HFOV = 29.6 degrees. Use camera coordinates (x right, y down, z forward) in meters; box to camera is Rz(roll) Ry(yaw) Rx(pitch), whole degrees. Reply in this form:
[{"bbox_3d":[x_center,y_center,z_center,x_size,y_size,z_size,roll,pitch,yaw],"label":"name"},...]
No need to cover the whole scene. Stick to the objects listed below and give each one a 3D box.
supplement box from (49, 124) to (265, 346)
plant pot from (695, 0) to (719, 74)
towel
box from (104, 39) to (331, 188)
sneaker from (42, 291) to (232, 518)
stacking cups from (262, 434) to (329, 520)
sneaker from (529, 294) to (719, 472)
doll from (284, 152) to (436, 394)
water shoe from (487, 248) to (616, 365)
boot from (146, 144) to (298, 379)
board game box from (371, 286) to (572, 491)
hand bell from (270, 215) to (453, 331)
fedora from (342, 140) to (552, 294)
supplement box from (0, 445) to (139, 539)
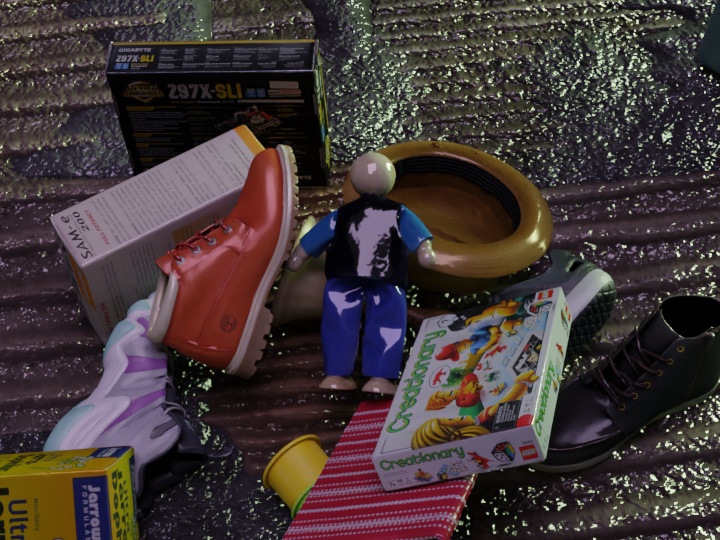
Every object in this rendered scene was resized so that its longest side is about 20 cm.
[{"bbox_3d":[-0.168,-0.030,1.241,0.198,0.127,0.074,-27,55,-18],"label":"supplement box"},{"bbox_3d":[0.487,-0.263,1.343,0.195,0.197,0.200,-38,66,-24],"label":"plant pot"},{"bbox_3d":[0.033,0.151,1.042,0.143,0.023,0.200,-13,23,28],"label":"towel"},{"bbox_3d":[-0.132,-0.148,1.309,0.197,0.161,0.050,0,50,5],"label":"box"},{"bbox_3d":[-0.164,0.119,1.161,0.138,0.078,0.201,19,65,17],"label":"sneaker"},{"bbox_3d":[0.005,0.219,1.079,0.060,0.061,0.200,-34,61,-21],"label":"stacking cups"},{"bbox_3d":[0.215,0.087,1.131,0.198,0.107,0.075,-26,54,-16],"label":"sneaker"},{"bbox_3d":[0.000,0.000,1.146,0.135,0.048,0.203,4,85,21],"label":"doll"},{"bbox_3d":[0.133,0.063,1.179,0.199,0.072,0.079,-38,51,-18],"label":"water shoe"},{"bbox_3d":[-0.116,-0.019,1.157,0.106,0.075,0.202,17,84,-15],"label":"boot"},{"bbox_3d":[0.091,0.088,1.051,0.125,0.035,0.200,-15,23,22],"label":"board game box"},{"bbox_3d":[0.029,0.036,1.216,0.198,0.105,0.105,21,55,4],"label":"hand bell"},{"bbox_3d":[0.076,-0.038,1.247,0.198,0.082,0.202,5,40,-4],"label":"fedora"},{"bbox_3d":[-0.276,0.203,1.048,0.197,0.110,0.110,-5,92,1],"label":"supplement box"}]
